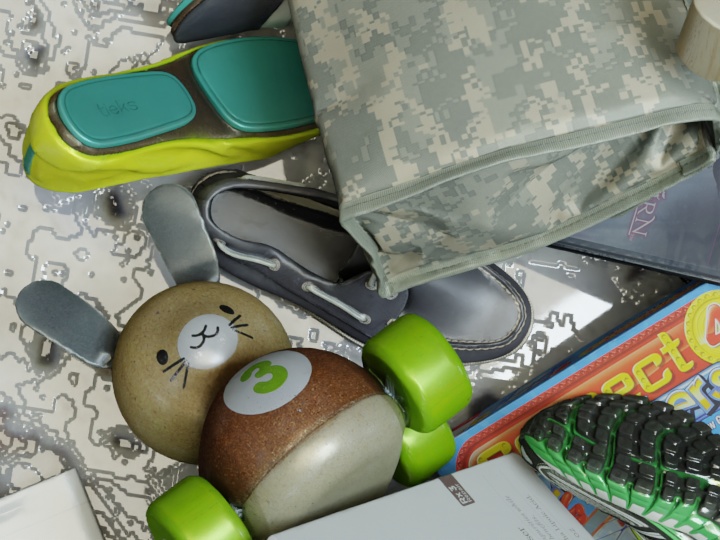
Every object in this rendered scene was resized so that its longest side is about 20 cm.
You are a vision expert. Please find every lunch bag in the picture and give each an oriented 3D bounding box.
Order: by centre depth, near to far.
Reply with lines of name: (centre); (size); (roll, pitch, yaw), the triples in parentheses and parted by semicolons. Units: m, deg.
lunch bag: (0.076, -0.102, 1.291); (0.199, 0.118, 0.165); (-18, 63, 7)

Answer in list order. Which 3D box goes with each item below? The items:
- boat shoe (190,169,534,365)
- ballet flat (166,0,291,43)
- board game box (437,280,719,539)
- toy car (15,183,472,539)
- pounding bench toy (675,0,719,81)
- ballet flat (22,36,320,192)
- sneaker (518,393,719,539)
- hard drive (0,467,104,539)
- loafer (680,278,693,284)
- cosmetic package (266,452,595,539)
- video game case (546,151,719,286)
boat shoe: (0.000, 0.000, 1.359); (0.199, 0.063, 0.073); (22, 85, -4)
ballet flat: (-0.014, -0.179, 1.366); (0.073, 0.073, 0.200); (43, 82, -2)
board game box: (0.170, 0.123, 1.336); (0.199, 0.056, 0.196); (-33, 90, 17)
toy car: (-0.072, 0.051, 1.279); (0.164, 0.158, 0.200); (-36, 73, -18)
pounding bench toy: (0.258, -0.142, 1.212); (0.199, 0.124, 0.157); (19, 64, -5)
ballet flat: (-0.093, -0.078, 1.346); (0.199, 0.067, 0.067); (-14, 65, -39)
sneaker: (0.161, 0.133, 1.271); (0.199, 0.078, 0.086); (32, 126, 17)
hard drive: (-0.174, 0.222, 1.350); (0.131, 0.027, 0.201); (-22, 88, -6)
loafer: (0.206, 0.028, 1.378); (0.071, 0.073, 0.200); (-37, 83, 1)
cosmetic package: (0.035, 0.169, 1.234); (0.113, 0.199, 0.081); (45, 121, 22)
video game case: (0.131, -0.078, 1.334); (0.199, 0.019, 0.144); (14, 84, 39)
